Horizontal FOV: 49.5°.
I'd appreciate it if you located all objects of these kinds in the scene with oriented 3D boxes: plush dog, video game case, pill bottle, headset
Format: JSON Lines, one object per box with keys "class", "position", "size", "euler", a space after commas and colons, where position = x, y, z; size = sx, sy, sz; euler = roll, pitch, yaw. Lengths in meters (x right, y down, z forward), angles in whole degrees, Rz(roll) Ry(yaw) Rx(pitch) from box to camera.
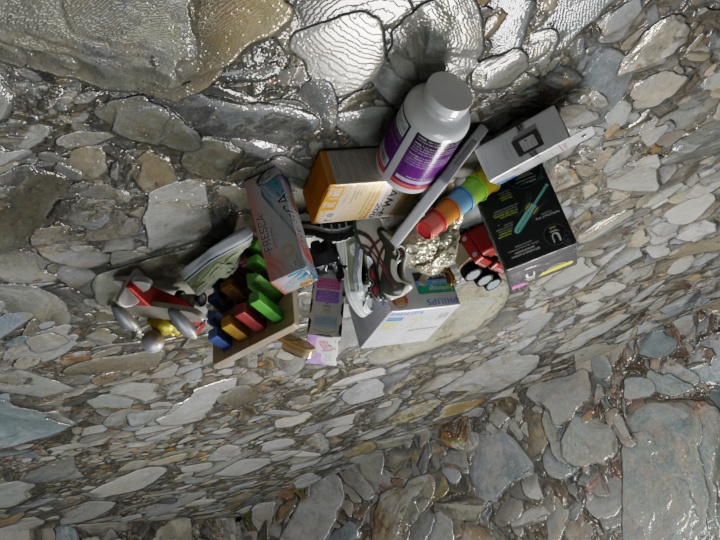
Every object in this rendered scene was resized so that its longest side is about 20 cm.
{"class": "plush dog", "position": [0.121, -0.050, 1.569], "size": [0.199, 0.162, 0.171], "euler": [-30, 157, 27]}
{"class": "video game case", "position": [0.141, -0.152, 1.411], "size": [0.183, 0.022, 0.200], "euler": [-52, 180, -39]}
{"class": "pill bottle", "position": [0.105, -0.222, 1.261], "size": [0.111, 0.114, 0.200], "euler": [-6, 153, -25]}
{"class": "headset", "position": [-0.086, -0.006, 1.414], "size": [0.122, 0.095, 0.200], "euler": [-13, -174, 26]}

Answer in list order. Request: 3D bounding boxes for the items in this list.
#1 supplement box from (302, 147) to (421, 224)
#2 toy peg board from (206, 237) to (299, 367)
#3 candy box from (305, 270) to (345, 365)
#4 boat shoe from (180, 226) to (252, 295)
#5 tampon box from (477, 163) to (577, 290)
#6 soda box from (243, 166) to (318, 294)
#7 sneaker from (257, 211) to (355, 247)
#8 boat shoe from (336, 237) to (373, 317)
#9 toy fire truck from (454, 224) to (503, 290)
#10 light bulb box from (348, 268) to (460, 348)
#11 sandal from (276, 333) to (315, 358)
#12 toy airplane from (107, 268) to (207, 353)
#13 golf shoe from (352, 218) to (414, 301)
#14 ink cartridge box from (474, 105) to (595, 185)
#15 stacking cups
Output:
{"class": "supplement box", "position": [0.010, -0.152, 1.388], "size": [0.197, 0.074, 0.126], "euler": [-8, 154, -23]}
{"class": "toy peg board", "position": [-0.230, 0.048, 1.516], "size": [0.197, 0.202, 0.098], "euler": [-27, 136, 20]}
{"class": "candy box", "position": [-0.072, 0.076, 1.643], "size": [0.070, 0.203, 0.168], "euler": [6, 153, -3]}
{"class": "boat shoe", "position": [-0.260, -0.018, 1.468], "size": [0.199, 0.062, 0.072], "euler": [-31, -173, 38]}
{"class": "tampon box", "position": [0.335, -0.092, 1.589], "size": [0.148, 0.202, 0.126], "euler": [-21, 156, 8]}
{"class": "soda box", "position": [-0.134, -0.067, 1.307], "size": [0.068, 0.202, 0.064], "euler": [-23, 155, 9]}
{"class": "sneaker", "position": [-0.103, -0.076, 1.492], "size": [0.197, 0.075, 0.080], "euler": [-5, 168, -17]}
{"class": "boat shoe", "position": [0.000, -0.001, 1.574], "size": [0.064, 0.205, 0.075], "euler": [-5, -161, 18]}
{"class": "toy fire truck", "position": [0.326, -0.049, 1.794], "size": [0.200, 0.130, 0.175], "euler": [-41, 149, 19]}
{"class": "light bulb box", "position": [0.102, 0.083, 1.883], "size": [0.195, 0.126, 0.200], "euler": [-4, 152, -27]}
{"class": "sandal", "position": [-0.172, 0.104, 1.561], "size": [0.077, 0.210, 0.071], "euler": [-2, 111, -61]}
{"class": "toy airplane", "position": [-0.396, 0.086, 1.507], "size": [0.196, 0.143, 0.200], "euler": [14, 167, -11]}
{"class": "golf shoe", "position": [0.045, -0.044, 1.487], "size": [0.087, 0.203, 0.077], "euler": [-17, 178, 33]}
{"class": "ink cartridge box", "position": [0.315, -0.232, 1.409], "size": [0.198, 0.067, 0.116], "euler": [-28, 173, 19]}
{"class": "stacking cups", "position": [0.184, -0.123, 1.480], "size": [0.200, 0.060, 0.061], "euler": [-41, 167, -27]}
